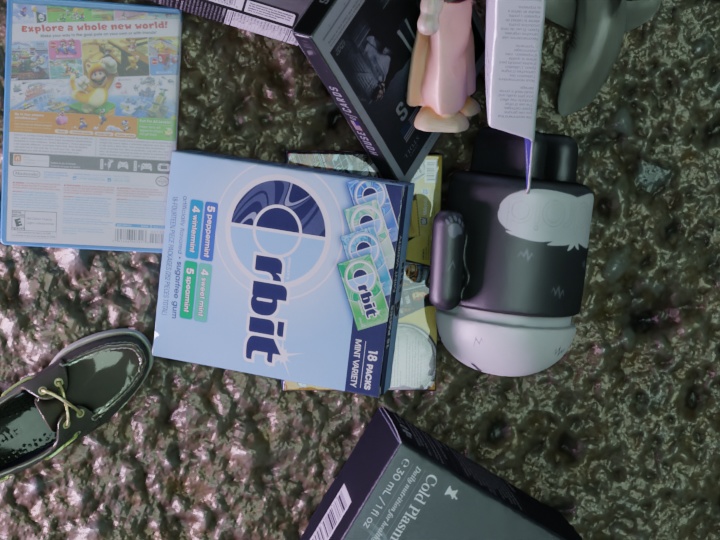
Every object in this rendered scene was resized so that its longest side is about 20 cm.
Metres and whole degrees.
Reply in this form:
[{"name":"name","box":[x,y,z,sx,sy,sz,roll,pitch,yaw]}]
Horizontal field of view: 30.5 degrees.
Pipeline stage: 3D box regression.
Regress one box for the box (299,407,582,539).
[{"name":"box","box":[0.055,0.259,1.122,0.195,0.124,0.201,31,93,-11]}]

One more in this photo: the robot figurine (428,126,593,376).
[{"name":"robot figurine","box":[0.125,-0.015,1.093,0.148,0.125,0.203,5,96,-5]}]

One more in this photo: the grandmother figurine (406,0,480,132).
[{"name":"grandmother figurine","box":[0.064,-0.207,0.984,0.060,0.122,0.203,4,118,10]}]

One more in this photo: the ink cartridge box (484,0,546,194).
[{"name":"ink cartridge box","box":[0.113,-0.192,0.986,0.043,0.197,0.202,4,121,3]}]

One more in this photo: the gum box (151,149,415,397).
[{"name":"gum box","box":[-0.064,0.000,1.077,0.197,0.045,0.173,9,99,14]}]

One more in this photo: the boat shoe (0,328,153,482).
[{"name":"boat shoe","box":[-0.260,0.119,1.097,0.200,0.060,0.073,-32,100,-1]}]

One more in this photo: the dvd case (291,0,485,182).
[{"name":"dvd case","box":[0.032,-0.177,1.024,0.025,0.200,0.151,22,72,34]}]

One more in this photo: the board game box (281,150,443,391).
[{"name":"board game box","box":[0.000,0.000,1.124,0.133,0.035,0.203,1,98,-7]}]

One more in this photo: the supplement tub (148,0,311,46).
[{"name":"supplement tub","box":[-0.078,-0.250,1.037,0.197,0.123,0.124,15,96,-10]}]

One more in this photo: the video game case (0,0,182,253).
[{"name":"video game case","box":[-0.222,-0.119,1.092,0.141,0.018,0.203,3,97,-6]}]

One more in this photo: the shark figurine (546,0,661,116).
[{"name":"shark figurine","box":[0.184,-0.251,1.087,0.127,0.090,0.217,-27,101,-4]}]
